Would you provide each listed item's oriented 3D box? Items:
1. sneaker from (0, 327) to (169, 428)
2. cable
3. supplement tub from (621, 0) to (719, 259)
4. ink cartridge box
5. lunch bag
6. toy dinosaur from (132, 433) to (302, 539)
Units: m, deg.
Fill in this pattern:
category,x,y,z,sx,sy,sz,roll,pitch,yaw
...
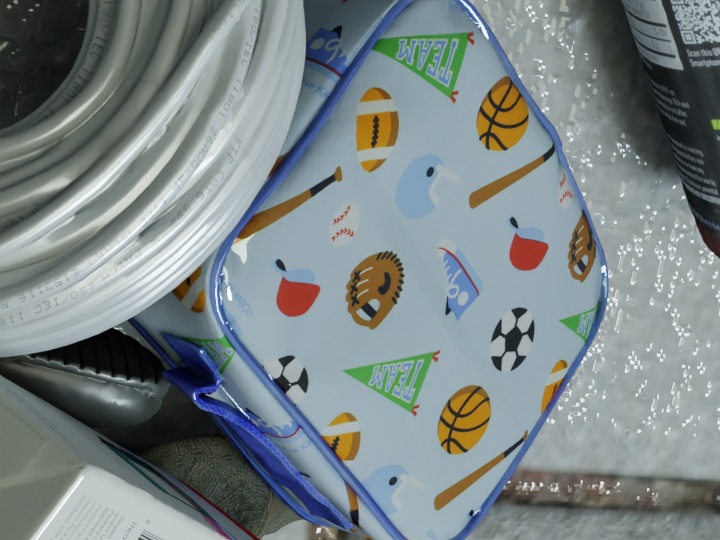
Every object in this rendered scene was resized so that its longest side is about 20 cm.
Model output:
category,x,y,z,sx,sy,sz,roll,pitch,yaw
sneaker,-0.164,0.047,0.719,0.199,0.074,0.089,6,104,-13
cable,-0.115,-0.074,0.652,0.199,0.069,0.201,21,77,12
supplement tub,0.149,-0.106,0.801,0.107,0.107,0.201,-29,117,-14
ink cartridge box,-0.090,0.116,0.683,0.116,0.067,0.200,-53,149,-4
lunch bag,0.000,0.000,0.751,0.161,0.075,0.200,-54,135,-17
toy dinosaur,-0.072,0.099,0.783,0.199,0.077,0.103,-10,118,-20
